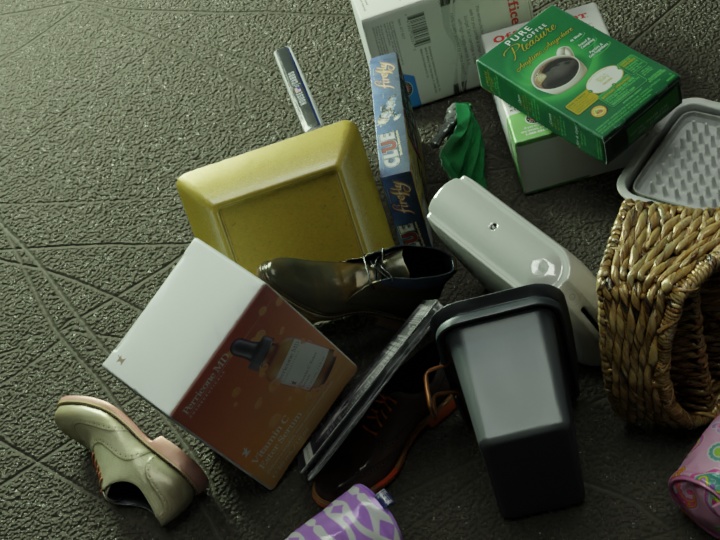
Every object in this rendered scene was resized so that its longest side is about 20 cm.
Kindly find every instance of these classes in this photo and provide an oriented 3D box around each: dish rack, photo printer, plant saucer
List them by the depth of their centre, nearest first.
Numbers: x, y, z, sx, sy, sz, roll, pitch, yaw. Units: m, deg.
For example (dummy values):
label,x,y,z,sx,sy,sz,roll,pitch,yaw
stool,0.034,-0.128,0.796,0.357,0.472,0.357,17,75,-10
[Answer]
label,x,y,z,sx,sy,sz,roll,pitch,yaw
photo printer,0.170,0.007,1.548,0.070,0.166,0.200,-47,49,-2
plant saucer,-0.068,-0.030,1.633,0.198,0.201,0.048,-18,19,0
dish rack,0.389,-0.100,1.662,0.199,0.044,0.172,19,57,32

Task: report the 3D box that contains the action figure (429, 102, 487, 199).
label,x,y,z,sx,sy,sz,roll,pitch,yaw
action figure,0.112,-0.127,1.752,0.054,0.119,0.201,-17,35,19

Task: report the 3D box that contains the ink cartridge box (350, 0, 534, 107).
label,x,y,z,sx,sy,sz,roll,pitch,yaw
ink cartridge box,0.101,-0.290,1.866,0.198,0.147,0.085,-18,42,-1

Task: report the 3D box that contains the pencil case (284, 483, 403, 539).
label,x,y,z,sx,sy,sz,roll,pitch,yaw
pencil case,-0.046,0.279,1.418,0.199,0.084,0.086,-36,70,-15

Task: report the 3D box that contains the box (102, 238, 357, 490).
label,x,y,z,sx,sy,sz,roll,pitch,yaw
box,-0.121,0.093,1.507,0.106,0.200,0.153,31,82,37

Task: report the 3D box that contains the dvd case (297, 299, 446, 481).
label,x,y,z,sx,sy,sz,roll,pitch,yaw
dvd case,0.009,0.110,1.488,0.016,0.149,0.200,39,87,-2

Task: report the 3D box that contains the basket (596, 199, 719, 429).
label,x,y,z,sx,sy,sz,roll,pitch,yaw
basket,0.302,0.052,1.421,0.148,0.201,0.143,6,47,22

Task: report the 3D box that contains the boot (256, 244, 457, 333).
label,x,y,z,sx,sy,sz,roll,pitch,yaw
boot,0.000,0.000,1.559,0.199,0.097,0.075,12,46,-33

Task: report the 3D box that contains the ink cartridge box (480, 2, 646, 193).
label,x,y,z,sx,sy,sz,roll,pitch,yaw
ink cartridge box,0.227,-0.198,1.779,0.144,0.084,0.201,-15,45,4

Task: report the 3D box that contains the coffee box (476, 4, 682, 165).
label,x,y,z,sx,sy,sz,roll,pitch,yaw
coffee box,0.234,-0.203,1.692,0.123,0.044,0.200,-39,50,-18

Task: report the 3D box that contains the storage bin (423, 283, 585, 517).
label,x,y,z,sx,sy,sz,roll,pitch,yaw
storage bin,0.136,0.129,1.427,0.144,0.201,0.135,-13,54,5

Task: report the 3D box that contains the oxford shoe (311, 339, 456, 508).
label,x,y,z,sx,sy,sz,roll,pitch,yaw
oxford shoe,0.020,0.146,1.525,0.071,0.073,0.200,25,59,34

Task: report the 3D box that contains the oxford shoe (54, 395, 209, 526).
label,x,y,z,sx,sy,sz,roll,pitch,yaw
oxford shoe,-0.246,0.187,1.576,0.199,0.071,0.074,23,60,34

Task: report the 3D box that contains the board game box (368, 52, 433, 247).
label,x,y,z,sx,sy,sz,roll,pitch,yaw
board game box,0.045,-0.124,1.733,0.034,0.136,0.201,-11,44,7

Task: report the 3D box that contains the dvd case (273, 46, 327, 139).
label,x,y,z,sx,sy,sz,roll,pitch,yaw
dvd case,-0.045,-0.143,1.747,0.025,0.151,0.200,-22,35,1

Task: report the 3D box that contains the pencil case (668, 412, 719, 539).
label,x,y,z,sx,sy,sz,roll,pitch,yaw
pencil case,0.362,0.148,1.403,0.087,0.088,0.200,30,62,37
